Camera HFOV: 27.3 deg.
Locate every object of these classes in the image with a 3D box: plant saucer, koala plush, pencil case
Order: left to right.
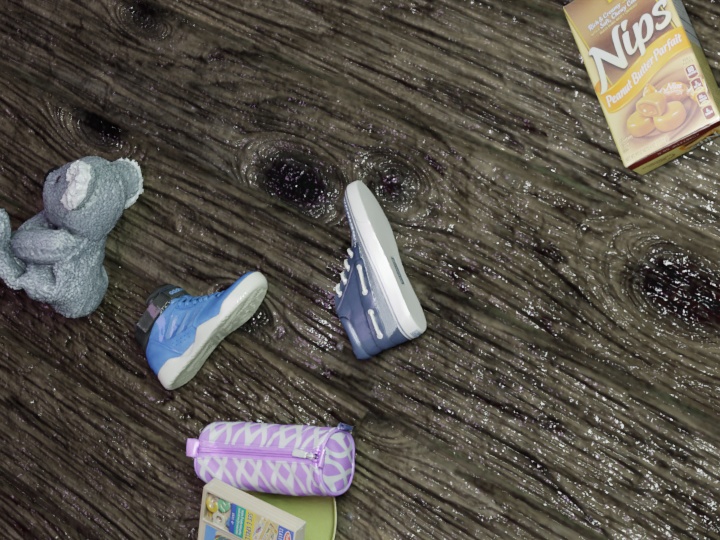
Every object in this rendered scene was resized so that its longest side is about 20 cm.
[{"bbox_3d":[-0.371,-0.063,1.933,0.184,0.177,0.201,41,105,16],"label":"koala plush"},{"bbox_3d":[-0.105,0.296,1.796,0.198,0.031,0.203,-4,82,31],"label":"plant saucer"},{"bbox_3d":[-0.101,0.220,1.736,0.198,0.085,0.085,-3,83,32],"label":"pencil case"}]

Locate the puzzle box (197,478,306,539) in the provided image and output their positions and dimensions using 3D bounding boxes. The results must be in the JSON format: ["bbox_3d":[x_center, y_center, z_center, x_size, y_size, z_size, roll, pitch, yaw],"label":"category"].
[{"bbox_3d":[-0.135,0.358,1.754,0.132,0.025,0.202,20,118,23],"label":"puzzle box"}]

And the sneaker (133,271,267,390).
[{"bbox_3d":[-0.210,0.046,1.863,0.200,0.077,0.111,-47,72,25],"label":"sneaker"}]

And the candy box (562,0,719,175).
[{"bbox_3d":[0.308,-0.219,1.596,0.115,0.055,0.202,-27,71,26],"label":"candy box"}]

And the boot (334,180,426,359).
[{"bbox_3d":[0.000,0.000,1.744,0.090,0.073,0.202,-27,71,20],"label":"boot"}]
